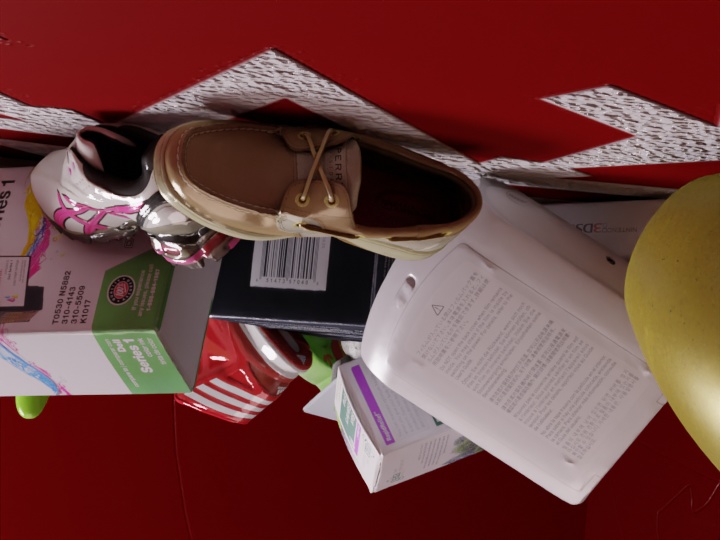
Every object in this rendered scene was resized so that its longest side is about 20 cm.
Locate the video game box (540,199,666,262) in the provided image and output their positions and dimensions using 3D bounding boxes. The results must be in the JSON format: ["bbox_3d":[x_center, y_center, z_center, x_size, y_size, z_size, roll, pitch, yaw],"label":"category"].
[{"bbox_3d":[0.221,-0.015,1.121,0.182,0.047,0.200,8,174,-44],"label":"video game box"}]

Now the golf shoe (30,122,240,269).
[{"bbox_3d":[-0.153,-0.064,0.983,0.200,0.073,0.092,10,144,47],"label":"golf shoe"}]

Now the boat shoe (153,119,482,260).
[{"bbox_3d":[-0.019,-0.054,0.896,0.199,0.074,0.066,7,162,-31],"label":"boat shoe"}]

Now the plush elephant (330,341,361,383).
[{"bbox_3d":[0.054,0.053,1.374,0.154,0.166,0.200,-5,-165,-42],"label":"plush elephant"}]

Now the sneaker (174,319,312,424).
[{"bbox_3d":[-0.135,0.042,1.290,0.078,0.116,0.200,22,-154,-54],"label":"sneaker"}]

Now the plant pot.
[{"bbox_3d":[0.234,0.020,0.874,0.200,0.201,0.142,11,-161,-45],"label":"plant pot"}]

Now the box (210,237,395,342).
[{"bbox_3d":[0.000,0.000,1.205,0.147,0.105,0.200,2,174,30],"label":"box"}]

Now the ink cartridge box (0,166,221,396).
[{"bbox_3d":[-0.207,0.006,1.080,0.199,0.145,0.084,-2,145,15],"label":"ink cartridge box"}]

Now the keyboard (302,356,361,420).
[{"bbox_3d":[0.007,0.097,1.303,0.056,0.011,0.200,21,154,-12],"label":"keyboard"}]

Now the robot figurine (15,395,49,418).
[{"bbox_3d":[-0.297,0.020,1.312,0.175,0.201,0.116,4,-164,1],"label":"robot figurine"}]

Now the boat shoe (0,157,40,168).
[{"bbox_3d":[-0.229,-0.042,1.205,0.072,0.068,0.200,4,174,45],"label":"boat shoe"}]

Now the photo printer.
[{"bbox_3d":[0.109,0.044,1.045,0.200,0.167,0.069,32,-152,-2],"label":"photo printer"}]

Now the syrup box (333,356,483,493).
[{"bbox_3d":[0.084,0.085,1.159,0.199,0.082,0.079,-19,154,-13],"label":"syrup box"}]

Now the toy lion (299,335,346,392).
[{"bbox_3d":[-0.026,0.067,1.469,0.069,0.192,0.200,-31,159,20],"label":"toy lion"}]
